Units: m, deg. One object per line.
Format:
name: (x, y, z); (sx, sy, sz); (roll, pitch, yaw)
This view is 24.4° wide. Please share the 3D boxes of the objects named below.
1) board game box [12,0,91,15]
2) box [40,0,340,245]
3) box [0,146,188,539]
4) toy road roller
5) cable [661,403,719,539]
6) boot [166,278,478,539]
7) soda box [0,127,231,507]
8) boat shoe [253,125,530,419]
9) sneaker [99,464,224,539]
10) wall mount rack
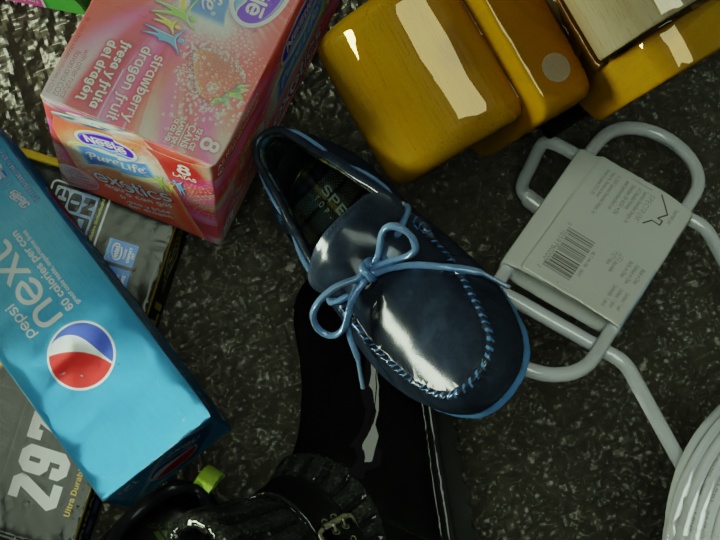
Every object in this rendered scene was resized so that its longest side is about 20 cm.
board game box: (-0.234, -0.237, 0.931); (0.199, 0.040, 0.153); (12, 83, 4)
box: (-0.074, -0.131, 0.857); (0.094, 0.103, 0.200); (22, 68, 6)
box: (-0.195, 0.036, 0.891); (0.159, 0.049, 0.201); (17, 84, 3)
toy road roller: (0.069, -0.115, 0.786); (0.146, 0.200, 0.123); (-31, 90, -17)
cable: (0.233, 0.148, 0.805); (0.200, 0.069, 0.200); (23, 79, -29)
boot: (-0.030, 0.099, 0.821); (0.158, 0.079, 0.212); (-11, 81, -34)
soda box: (-0.153, 0.018, 0.830); (0.068, 0.064, 0.200); (-38, 78, -3)
boat shoe: (0.000, 0.000, 0.783); (0.084, 0.069, 0.200); (-53, 44, 3)
sneaker: (-0.134, 0.178, 0.826); (0.072, 0.083, 0.200); (30, 65, 5)
wall mount rack: (0.134, 0.019, 0.840); (0.174, 0.075, 0.200); (32, 49, 10)
